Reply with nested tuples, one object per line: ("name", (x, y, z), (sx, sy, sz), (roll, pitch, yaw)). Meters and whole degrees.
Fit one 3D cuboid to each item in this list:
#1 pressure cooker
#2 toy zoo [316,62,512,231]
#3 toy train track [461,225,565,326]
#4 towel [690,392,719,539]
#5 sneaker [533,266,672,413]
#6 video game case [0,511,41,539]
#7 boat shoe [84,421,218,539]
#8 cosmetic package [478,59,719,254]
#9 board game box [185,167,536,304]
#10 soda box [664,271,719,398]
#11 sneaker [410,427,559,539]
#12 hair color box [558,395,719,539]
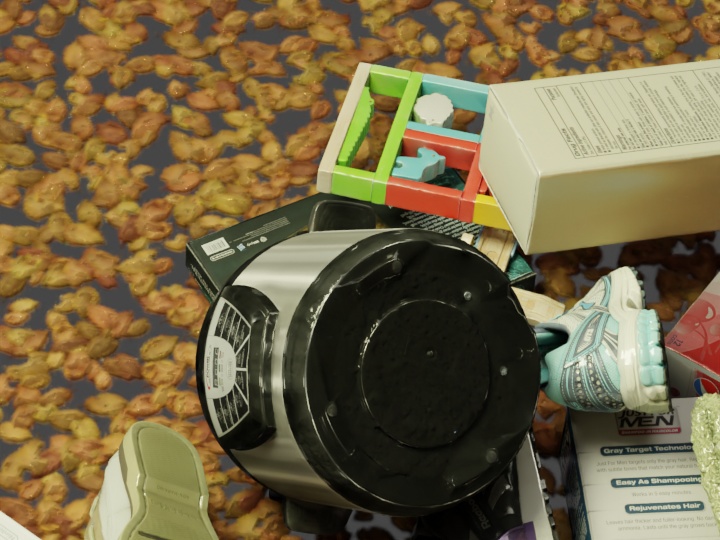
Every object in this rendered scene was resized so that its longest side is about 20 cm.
("pressure cooker", (-0.005, 0.063, 1.676), (0.176, 0.179, 0.200), (-44, 18, -19))
("toy zoo", (0.081, -0.080, 1.860), (0.200, 0.020, 0.131), (12, 41, 7))
("toy train track", (0.091, -0.022, 1.832), (0.114, 0.033, 0.200), (14, 48, 8))
("towel", (0.263, 0.176, 1.649), (0.148, 0.036, 0.200), (27, 40, -42))
("sneaker", (0.142, 0.044, 1.734), (0.086, 0.078, 0.200), (-5, 7, -1))
("video game case", (-0.227, 0.239, 1.631), (0.200, 0.024, 0.182), (32, 55, 22))
("boat shoe", (-0.127, 0.176, 1.636), (0.075, 0.068, 0.200), (25, 26, -16))
("cosmetic package", (0.188, -0.077, 1.798), (0.200, 0.071, 0.105), (-7, 41, -15))
("board game box", (0.000, 0.000, 1.847), (0.200, 0.028, 0.135), (-21, 54, -21))
("soda box", (0.270, 0.024, 1.813), (0.063, 0.070, 0.200), (29, 54, 21))
("sneaker", (0.070, 0.139, 1.704), (0.087, 0.076, 0.200), (-9, 50, -3))
("hair color box", (0.186, 0.174, 1.685), (0.100, 0.061, 0.200), (-2, 49, -5))
